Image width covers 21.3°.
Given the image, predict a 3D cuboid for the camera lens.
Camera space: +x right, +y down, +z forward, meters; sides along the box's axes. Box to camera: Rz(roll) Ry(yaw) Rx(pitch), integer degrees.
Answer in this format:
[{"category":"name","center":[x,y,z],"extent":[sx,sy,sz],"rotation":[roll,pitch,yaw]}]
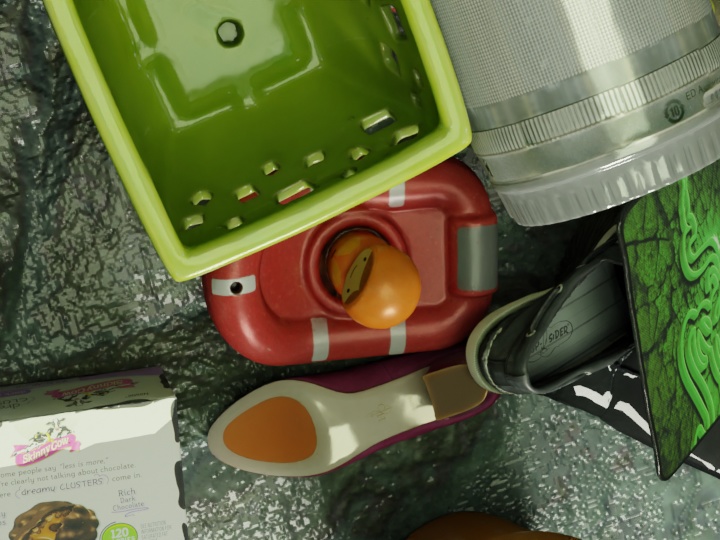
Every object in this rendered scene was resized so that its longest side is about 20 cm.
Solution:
[{"category":"camera lens","center":[0.121,-0.146,1.106],"extent":[0.159,0.160,0.202],"rotation":[-23,99,-7]}]

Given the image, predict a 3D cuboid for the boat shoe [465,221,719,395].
[{"category":"boat shoe","center":[0.162,0.019,1.208],"extent":[0.198,0.066,0.075],"rotation":[-25,107,-18]}]

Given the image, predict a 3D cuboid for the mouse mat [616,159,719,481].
[{"category":"mouse mat","center":[0.215,0.013,1.213],"extent":[0.161,0.007,0.202],"rotation":[-41,129,-40]}]

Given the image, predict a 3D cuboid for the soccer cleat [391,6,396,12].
[{"category":"soccer cleat","center":[0.074,-0.248,1.196],"extent":[0.200,0.069,0.085],"rotation":[-45,114,5]}]

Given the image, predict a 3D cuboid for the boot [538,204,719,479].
[{"category":"boot","center":[0.226,0.045,1.306],"extent":[0.199,0.066,0.166],"rotation":[25,97,-18]}]

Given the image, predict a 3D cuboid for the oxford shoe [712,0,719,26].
[{"category":"oxford shoe","center":[0.243,-0.172,1.252],"extent":[0.199,0.074,0.071],"rotation":[-27,109,-6]}]

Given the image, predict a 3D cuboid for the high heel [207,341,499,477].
[{"category":"high heel","center":[-0.001,0.089,1.279],"extent":[0.198,0.096,0.068],"rotation":[-20,90,11]}]

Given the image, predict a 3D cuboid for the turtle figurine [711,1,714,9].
[{"category":"turtle figurine","center":[0.181,-0.173,1.208],"extent":[0.160,0.064,0.202],"rotation":[-25,75,8]}]

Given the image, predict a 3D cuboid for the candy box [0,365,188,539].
[{"category":"candy box","center":[-0.196,0.174,1.229],"extent":[0.166,0.072,0.202],"rotation":[-6,106,-12]}]

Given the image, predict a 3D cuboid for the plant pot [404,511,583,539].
[{"category":"plant pot","center":[0.091,0.249,1.261],"extent":[0.198,0.183,0.202],"rotation":[-3,105,-13]}]

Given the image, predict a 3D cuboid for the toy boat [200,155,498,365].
[{"category":"toy boat","center":[0.000,0.000,1.204],"extent":[0.198,0.131,0.132],"rotation":[-5,105,-13]}]

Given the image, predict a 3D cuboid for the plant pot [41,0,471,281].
[{"category":"plant pot","center":[-0.073,-0.136,1.125],"extent":[0.198,0.181,0.202],"rotation":[-25,108,-7]}]
